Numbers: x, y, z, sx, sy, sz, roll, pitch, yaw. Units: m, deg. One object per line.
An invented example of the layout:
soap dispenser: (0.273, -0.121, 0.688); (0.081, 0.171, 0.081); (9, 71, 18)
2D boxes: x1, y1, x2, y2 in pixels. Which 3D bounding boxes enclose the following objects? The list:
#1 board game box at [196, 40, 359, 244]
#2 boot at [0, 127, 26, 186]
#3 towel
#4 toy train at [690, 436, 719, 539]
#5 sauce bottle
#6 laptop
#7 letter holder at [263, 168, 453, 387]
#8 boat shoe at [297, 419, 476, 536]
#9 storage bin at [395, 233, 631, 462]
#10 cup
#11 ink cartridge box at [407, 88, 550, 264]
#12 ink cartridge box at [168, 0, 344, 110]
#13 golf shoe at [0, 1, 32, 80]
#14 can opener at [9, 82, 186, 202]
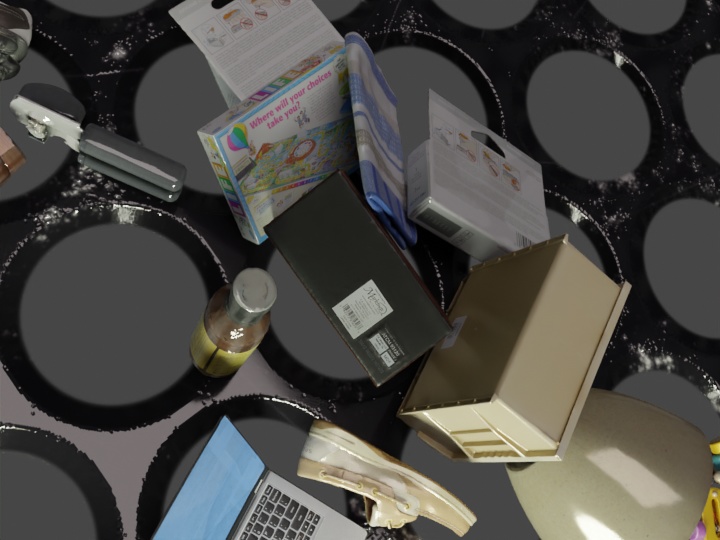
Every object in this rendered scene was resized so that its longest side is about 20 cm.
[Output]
board game box: (-0.070, -0.142, 0.983); (0.199, 0.034, 0.136); (-39, 128, -26)
boot: (-0.459, -0.106, 0.870); (0.186, 0.064, 0.200); (44, 68, -2)
towel: (0.023, -0.139, 0.968); (0.023, 0.147, 0.204); (-13, 65, 15)
toy train: (0.444, 0.286, 1.046); (0.148, 0.056, 0.203); (28, 68, -9)
sauce bottle: (-0.119, 0.051, 0.852); (0.063, 0.200, 0.066); (7, 69, -18)
laptop: (-0.098, 0.274, 0.829); (0.198, 0.116, 0.189); (32, 65, -6)
letter holder: (0.000, 0.000, 0.969); (0.100, 0.142, 0.201); (-35, 95, 6)
boat shoe: (0.024, 0.227, 0.917); (0.198, 0.074, 0.070); (30, 77, -5)
storage bin: (0.150, 0.087, 0.934); (0.093, 0.198, 0.202); (37, 64, -16)
cup: (0.231, 0.200, 0.912); (0.142, 0.200, 0.202); (36, 64, -9)
ink cartridge box: (0.139, -0.094, 1.046); (0.198, 0.043, 0.176); (28, 45, -28)
ink cartridge box: (-0.105, -0.252, 1.049); (0.159, 0.047, 0.201); (-38, 85, -25)
golf shoe: (-0.440, -0.267, 0.932); (0.197, 0.078, 0.096); (21, 49, -13)
can opener: (-0.274, -0.139, 0.946); (0.197, 0.053, 0.067); (28, 64, -8)
